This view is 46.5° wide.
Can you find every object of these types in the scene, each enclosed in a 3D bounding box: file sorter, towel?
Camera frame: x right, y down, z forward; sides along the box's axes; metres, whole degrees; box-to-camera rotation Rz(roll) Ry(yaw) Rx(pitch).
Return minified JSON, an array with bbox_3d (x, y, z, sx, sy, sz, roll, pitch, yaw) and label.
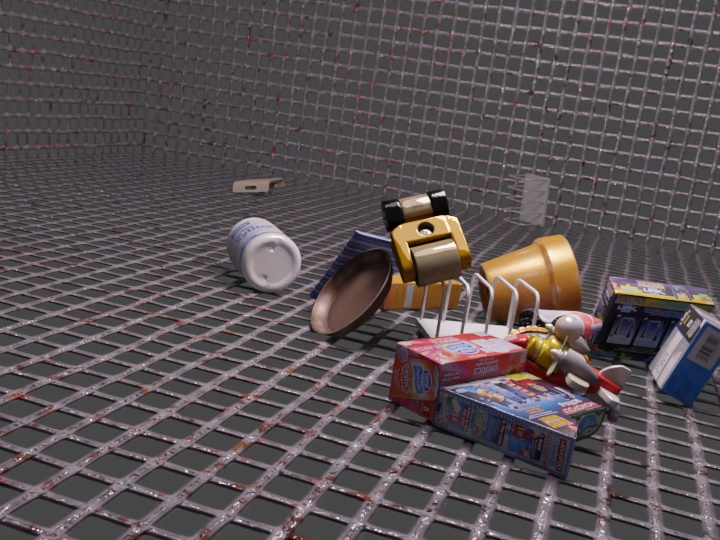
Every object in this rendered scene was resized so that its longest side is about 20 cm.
[{"bbox_3d":[0.227,0.077,1.609,0.200,0.125,0.139,6,14,-11],"label":"file sorter"},{"bbox_3d":[0.000,0.000,1.688,0.145,0.200,0.024,11,42,-32],"label":"towel"},{"bbox_3d":[0.676,-0.290,3.442,0.124,0.200,0.139,-4,17,-31],"label":"file sorter"}]

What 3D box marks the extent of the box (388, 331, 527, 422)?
[{"bbox_3d":[0.151,0.159,1.281,0.200,0.096,0.100,-3,16,-41],"label":"box"}]

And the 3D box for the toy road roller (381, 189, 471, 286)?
[{"bbox_3d":[0.118,-0.043,1.550,0.123,0.146,0.200,-13,55,-6],"label":"toy road roller"}]

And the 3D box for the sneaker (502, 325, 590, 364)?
[{"bbox_3d":[0.329,0.149,1.512,0.200,0.078,0.077,-7,48,-18],"label":"sneaker"}]

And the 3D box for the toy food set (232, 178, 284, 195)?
[{"bbox_3d":[-0.390,-0.320,3.229,0.143,0.060,0.200,-1,9,13],"label":"toy food set"}]

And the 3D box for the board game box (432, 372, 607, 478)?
[{"bbox_3d":[0.244,0.214,1.175,0.200,0.062,0.200,-2,17,-41],"label":"board game box"}]

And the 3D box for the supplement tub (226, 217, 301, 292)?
[{"bbox_3d":[-0.217,-0.037,1.851,0.132,0.132,0.200,3,13,-22],"label":"supplement tub"}]

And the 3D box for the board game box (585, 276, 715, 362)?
[{"bbox_3d":[0.561,0.102,1.641,0.200,0.165,0.057,8,36,-6],"label":"board game box"}]

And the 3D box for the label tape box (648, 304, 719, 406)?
[{"bbox_3d":[0.589,0.142,1.513,0.063,0.144,0.200,29,14,4],"label":"label tape box"}]

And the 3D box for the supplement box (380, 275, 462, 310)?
[{"bbox_3d":[0.124,0.048,1.842,0.200,0.069,0.067,-1,16,-30],"label":"supplement box"}]

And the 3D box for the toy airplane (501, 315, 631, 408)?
[{"bbox_3d":[0.343,0.145,1.366,0.199,0.141,0.200,2,13,-34],"label":"toy airplane"}]

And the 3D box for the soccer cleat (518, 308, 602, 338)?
[{"bbox_3d":[0.393,0.109,1.673,0.073,0.068,0.200,-3,1,-26],"label":"soccer cleat"}]

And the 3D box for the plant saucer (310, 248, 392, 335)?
[{"bbox_3d":[-0.010,0.046,1.562,0.034,0.200,0.200,42,-3,-25],"label":"plant saucer"}]

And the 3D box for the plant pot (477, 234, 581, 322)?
[{"bbox_3d":[0.357,0.034,1.816,0.183,0.200,0.200,-8,14,-3],"label":"plant pot"}]
